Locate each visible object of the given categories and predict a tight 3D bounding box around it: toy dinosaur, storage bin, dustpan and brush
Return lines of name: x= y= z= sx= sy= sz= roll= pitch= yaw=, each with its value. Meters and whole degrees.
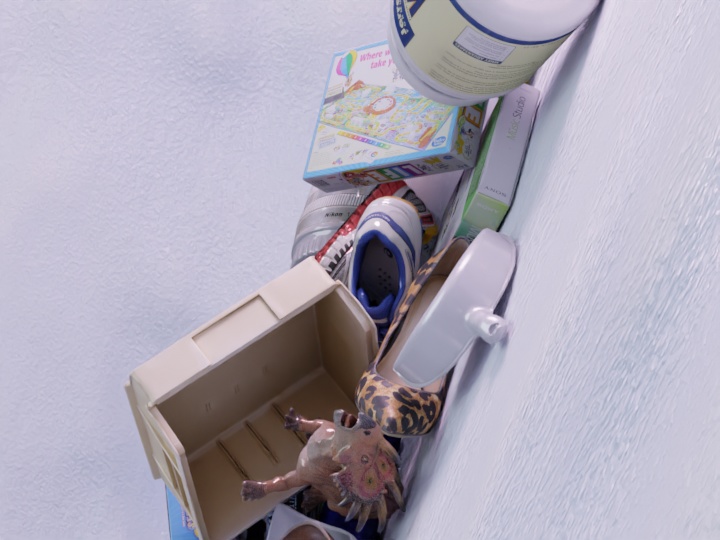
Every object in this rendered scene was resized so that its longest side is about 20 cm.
toy dinosaur: x=-0.002 y=0.168 z=1.522 sx=0.200 sy=0.134 sz=0.087 roll=32 pitch=-108 yaw=-59
storage bin: x=-0.086 y=0.113 z=1.619 sx=0.199 sy=0.094 sz=0.199 roll=-33 pitch=-29 yaw=-16
dustpan and brush: x=0.081 y=0.034 z=1.408 sx=0.140 sy=0.057 sz=0.200 roll=-56 pitch=-3 yaw=-1

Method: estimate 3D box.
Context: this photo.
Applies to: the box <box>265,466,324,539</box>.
box: x=-0.058 y=0.246 z=1.799 sx=0.137 sy=0.037 sz=0.202 roll=-65 pitch=-22 yaw=-65

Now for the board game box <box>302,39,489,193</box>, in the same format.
board game box: x=0.037 y=-0.150 z=1.734 sx=0.199 sy=0.034 sz=0.136 roll=-6 pitch=64 yaw=48

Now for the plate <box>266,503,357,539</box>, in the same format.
plate: x=-0.052 y=0.306 z=1.574 sx=0.200 sy=0.032 sz=0.202 roll=-177 pitch=101 yaw=-69

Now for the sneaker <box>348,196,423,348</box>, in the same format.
sneaker: x=0.016 y=0.040 z=1.662 sx=0.088 sy=0.074 sz=0.202 roll=-50 pitch=-42 yaw=-67

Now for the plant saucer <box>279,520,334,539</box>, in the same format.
plant saucer: x=-0.047 y=0.298 z=1.475 sx=0.201 sy=0.034 sz=0.202 roll=128 pitch=151 yaw=-45

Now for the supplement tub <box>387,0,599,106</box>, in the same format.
supplement tub: x=0.107 y=-0.228 z=1.564 sx=0.200 sy=0.144 sz=0.146 roll=135 pitch=157 yaw=-68

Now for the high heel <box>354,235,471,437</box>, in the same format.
high heel: x=0.051 y=0.052 z=1.547 sx=0.200 sy=0.071 sz=0.144 roll=-60 pitch=-10 yaw=-74

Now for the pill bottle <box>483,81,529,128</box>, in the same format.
pill bottle: x=0.111 y=-0.203 z=1.800 sx=0.112 sy=0.111 sz=0.202 roll=136 pitch=154 yaw=-83

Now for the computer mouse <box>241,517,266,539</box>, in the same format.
computer mouse: x=-0.092 y=0.247 z=1.849 sx=0.201 sy=0.043 sz=0.111 roll=80 pitch=-175 yaw=-59

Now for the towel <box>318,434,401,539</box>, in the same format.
towel: x=-0.015 y=0.236 z=1.698 sx=0.201 sy=0.049 sz=0.149 roll=-74 pitch=5 yaw=-59

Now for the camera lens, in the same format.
camera lens: x=0.024 y=-0.057 z=1.903 sx=0.160 sy=0.159 sz=0.201 roll=116 pitch=174 yaw=-58

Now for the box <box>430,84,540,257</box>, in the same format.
box: x=0.103 y=-0.056 z=1.696 sx=0.201 sy=0.036 sz=0.145 roll=112 pitch=177 yaw=-51

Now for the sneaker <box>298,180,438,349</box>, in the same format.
sneaker: x=0.000 y=0.000 z=1.741 sx=0.200 sy=0.082 sz=0.078 roll=-49 pitch=1 yaw=-22

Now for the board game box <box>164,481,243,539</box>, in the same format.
board game box: x=-0.136 y=0.295 z=1.785 sx=0.201 sy=0.055 sz=0.197 roll=80 pitch=180 yaw=-54
